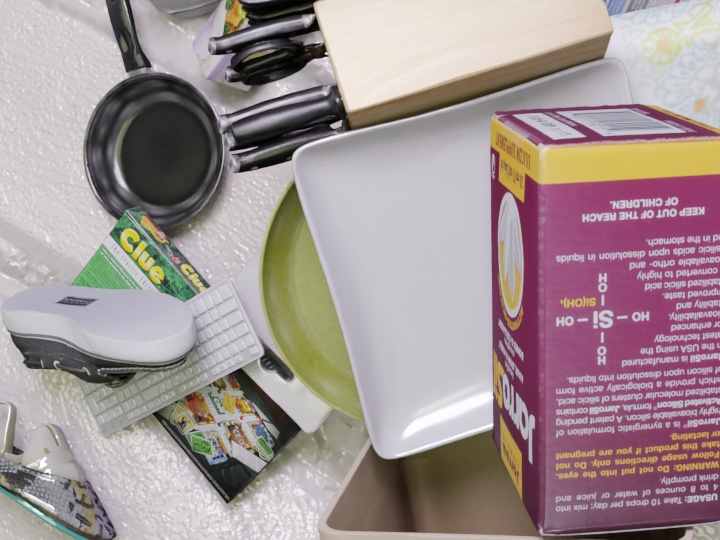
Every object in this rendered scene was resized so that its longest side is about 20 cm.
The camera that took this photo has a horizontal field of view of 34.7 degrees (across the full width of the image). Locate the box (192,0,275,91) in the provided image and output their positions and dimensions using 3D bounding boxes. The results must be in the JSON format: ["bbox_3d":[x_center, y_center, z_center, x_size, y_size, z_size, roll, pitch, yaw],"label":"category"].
[{"bbox_3d":[-0.044,-0.206,0.777,0.200,0.041,0.039,-46,53,31],"label":"box"}]

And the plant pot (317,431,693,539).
[{"bbox_3d":[0.101,0.196,0.710,0.198,0.200,0.178,-2,105,15],"label":"plant pot"}]

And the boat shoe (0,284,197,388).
[{"bbox_3d":[-0.178,0.049,0.800,0.199,0.068,0.057,7,117,44],"label":"boat shoe"}]

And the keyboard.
[{"bbox_3d":[-0.140,0.065,0.814,0.200,0.011,0.056,-28,92,40],"label":"keyboard"}]

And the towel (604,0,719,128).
[{"bbox_3d":[0.188,-0.063,0.721,0.170,0.048,0.201,-8,110,18],"label":"towel"}]

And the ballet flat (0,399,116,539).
[{"bbox_3d":[-0.263,0.138,0.867,0.199,0.072,0.072,23,97,12],"label":"ballet flat"}]

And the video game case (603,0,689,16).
[{"bbox_3d":[0.160,-0.204,0.709,0.199,0.018,0.144,17,114,-12],"label":"video game case"}]

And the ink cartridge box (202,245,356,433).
[{"bbox_3d":[0.000,0.000,0.791,0.116,0.068,0.200,44,100,10],"label":"ink cartridge box"}]

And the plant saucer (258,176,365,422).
[{"bbox_3d":[0.036,0.002,0.726,0.199,0.031,0.201,0,103,-1],"label":"plant saucer"}]

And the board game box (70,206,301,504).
[{"bbox_3d":[-0.128,0.061,0.837,0.200,0.023,0.105,48,120,9],"label":"board game box"}]

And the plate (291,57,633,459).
[{"bbox_3d":[0.078,-0.006,0.688,0.198,0.032,0.201,-16,105,-2],"label":"plate"}]

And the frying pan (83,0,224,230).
[{"bbox_3d":[-0.171,-0.118,0.854,0.115,0.031,0.191,-36,81,15],"label":"frying pan"}]

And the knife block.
[{"bbox_3d":[0.018,-0.108,0.659,0.199,0.064,0.176,28,84,9],"label":"knife block"}]

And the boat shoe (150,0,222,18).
[{"bbox_3d":[-0.069,-0.235,0.807,0.199,0.065,0.074,-27,84,14],"label":"boat shoe"}]

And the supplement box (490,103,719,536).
[{"bbox_3d":[0.129,0.019,0.616,0.102,0.131,0.201,-4,104,-5],"label":"supplement box"}]
